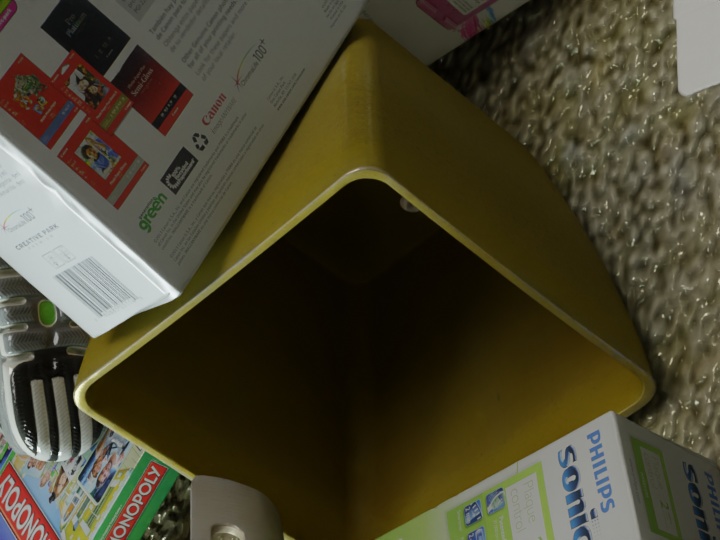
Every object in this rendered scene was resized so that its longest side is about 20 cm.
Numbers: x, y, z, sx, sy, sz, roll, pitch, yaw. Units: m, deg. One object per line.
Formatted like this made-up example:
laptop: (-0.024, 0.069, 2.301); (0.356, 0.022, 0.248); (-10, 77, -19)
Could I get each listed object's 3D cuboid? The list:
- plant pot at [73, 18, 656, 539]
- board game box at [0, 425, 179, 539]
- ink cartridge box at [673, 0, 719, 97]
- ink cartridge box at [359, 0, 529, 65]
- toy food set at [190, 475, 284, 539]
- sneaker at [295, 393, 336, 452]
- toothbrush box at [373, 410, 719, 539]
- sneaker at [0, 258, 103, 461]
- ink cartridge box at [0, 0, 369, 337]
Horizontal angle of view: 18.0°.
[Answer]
plant pot: (0.000, 0.000, 1.119); (0.200, 0.200, 0.177); (-37, 33, 27)
board game box: (-0.167, 0.113, 1.317); (0.135, 0.029, 0.200); (-59, 29, 4)
ink cartridge box: (0.211, -0.171, 1.068); (0.115, 0.068, 0.200); (-19, 57, 40)
ink cartridge box: (0.031, -0.197, 1.224); (0.200, 0.085, 0.145); (-31, 49, 11)
toy food set: (-0.055, 0.214, 1.048); (0.144, 0.060, 0.200); (-103, 7, -69)
sneaker: (-0.066, 0.037, 1.256); (0.083, 0.072, 0.200); (-45, 53, 19)
toothbrush box: (0.073, 0.177, 1.018); (0.200, 0.086, 0.146); (-31, 50, 31)
sneaker: (-0.198, 0.013, 1.307); (0.115, 0.075, 0.201); (161, 108, -64)
ink cartridge box: (-0.119, -0.106, 1.042); (0.084, 0.176, 0.200); (-24, 29, 51)
